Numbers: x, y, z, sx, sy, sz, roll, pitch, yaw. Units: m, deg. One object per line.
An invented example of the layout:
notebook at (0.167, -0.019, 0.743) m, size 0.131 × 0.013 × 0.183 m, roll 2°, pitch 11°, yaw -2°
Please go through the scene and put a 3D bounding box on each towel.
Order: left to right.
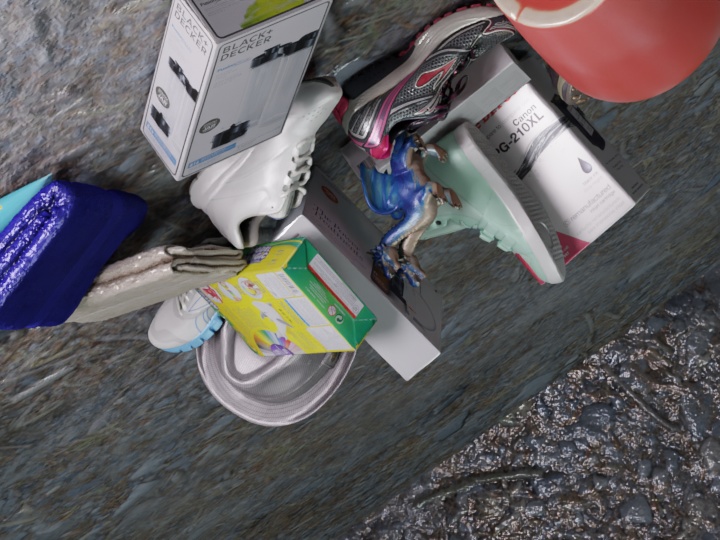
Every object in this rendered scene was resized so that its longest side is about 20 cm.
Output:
towel at (-0.264, -0.016, 1.428) m, size 0.148 × 0.049 × 0.200 m, roll -52°, pitch 172°, yaw 5°
towel at (-0.218, 0.012, 1.587) m, size 0.199 × 0.035 × 0.132 m, roll -18°, pitch 171°, yaw 27°

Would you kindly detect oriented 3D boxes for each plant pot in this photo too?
plant pot at (0.214, -0.268, 1.520) m, size 0.200 × 0.201 × 0.177 m, roll -42°, pitch 152°, yaw 22°

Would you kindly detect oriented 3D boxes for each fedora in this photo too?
fedora at (-0.097, 0.069, 1.811) m, size 0.200 × 0.177 × 0.090 m, roll -53°, pitch 169°, yaw 2°

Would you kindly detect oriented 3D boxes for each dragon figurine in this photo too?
dragon figurine at (0.038, -0.086, 1.674) m, size 0.099 × 0.201 × 0.059 m, roll -26°, pitch 162°, yaw 26°

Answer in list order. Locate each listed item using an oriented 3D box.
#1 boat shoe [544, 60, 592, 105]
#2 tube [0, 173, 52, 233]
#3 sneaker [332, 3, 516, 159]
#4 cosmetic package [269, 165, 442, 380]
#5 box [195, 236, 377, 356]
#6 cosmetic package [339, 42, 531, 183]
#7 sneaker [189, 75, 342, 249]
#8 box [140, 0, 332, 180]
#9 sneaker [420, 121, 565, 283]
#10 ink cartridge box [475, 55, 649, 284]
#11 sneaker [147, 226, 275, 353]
boat shoe at (0.228, -0.268, 1.724) m, size 0.074 × 0.073 × 0.201 m, roll -13°, pitch 133°, yaw -35°
tube at (-0.335, -0.011, 1.374) m, size 0.200 × 0.050 × 0.077 m, roll -35°, pitch 173°, yaw -22°
sneaker at (0.071, -0.185, 1.633) m, size 0.200 × 0.075 × 0.081 m, roll -36°, pitch 164°, yaw 1°
cosmetic package at (0.000, 0.000, 1.702) m, size 0.052 × 0.200 × 0.151 m, roll -41°, pitch -165°, yaw 16°
box at (-0.084, 0.030, 1.648) m, size 0.200 × 0.117 × 0.048 m, roll -8°, pitch -141°, yaw 53°
cosmetic package at (0.078, -0.164, 1.748) m, size 0.200 × 0.051 × 0.083 m, roll -38°, pitch 161°, yaw 10°
sneaker at (-0.074, -0.101, 1.559) m, size 0.074 × 0.087 × 0.200 m, roll -12°, pitch 151°, yaw -51°
box at (-0.104, -0.167, 1.363) m, size 0.116 × 0.060 × 0.200 m, roll -26°, pitch 161°, yaw -28°
sneaker at (0.125, -0.049, 1.773) m, size 0.118 × 0.201 × 0.074 m, roll -33°, pitch -166°, yaw 22°
ink cartridge box at (0.192, -0.111, 1.829) m, size 0.145 × 0.200 × 0.084 m, roll -43°, pitch 176°, yaw 25°
sneaker at (-0.164, 0.009, 1.753) m, size 0.200 × 0.075 × 0.087 m, roll -40°, pitch 139°, yaw 22°
